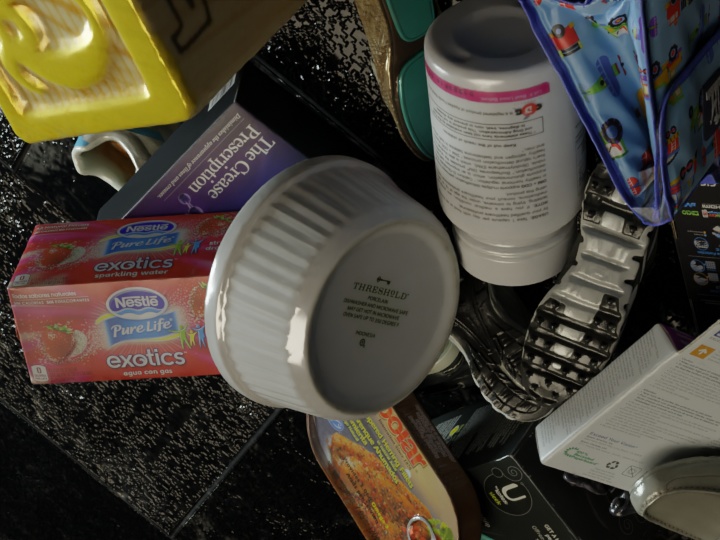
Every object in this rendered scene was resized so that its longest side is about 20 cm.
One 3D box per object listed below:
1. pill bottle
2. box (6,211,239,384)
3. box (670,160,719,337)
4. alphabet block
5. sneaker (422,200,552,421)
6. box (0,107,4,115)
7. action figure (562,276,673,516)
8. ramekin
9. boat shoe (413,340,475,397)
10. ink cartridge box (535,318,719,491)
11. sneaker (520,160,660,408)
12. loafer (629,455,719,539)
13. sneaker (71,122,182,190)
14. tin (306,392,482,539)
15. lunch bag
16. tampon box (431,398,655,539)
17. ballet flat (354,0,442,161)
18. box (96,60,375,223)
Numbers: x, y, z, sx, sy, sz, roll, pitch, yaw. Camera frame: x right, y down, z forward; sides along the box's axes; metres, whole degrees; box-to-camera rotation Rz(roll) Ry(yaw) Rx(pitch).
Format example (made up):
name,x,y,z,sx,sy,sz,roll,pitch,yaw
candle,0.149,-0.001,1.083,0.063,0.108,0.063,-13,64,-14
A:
name,x,y,z,sx,sy,sz,roll,pitch,yaw
pill bottle,0.110,-0.093,1.531,0.113,0.113,0.200,15,135,25
box,-0.165,0.020,1.636,0.200,0.100,0.096,-3,122,9
box,0.329,-0.006,1.500,0.200,0.050,0.199,4,130,33
alphabet block,-0.179,-0.234,1.549,0.195,0.200,0.197,-6,123,40
sneaker,0.097,0.034,1.674,0.074,0.079,0.200,-33,79,13
box,-0.286,-0.240,1.675,0.115,0.132,0.200,2,128,37
action figure,0.215,0.085,1.636,0.119,0.102,0.200,17,110,35
ramekin,-0.013,0.021,1.564,0.094,0.202,0.203,26,142,43
boat shoe,0.030,0.082,1.791,0.199,0.075,0.066,-16,139,43
ink cartridge box,0.264,0.102,1.523,0.196,0.043,0.200,20,133,-30
sneaker,0.180,0.009,1.544,0.066,0.090,0.200,23,101,19
loafer,0.292,0.186,1.544,0.200,0.070,0.070,11,138,-23
sneaker,-0.149,-0.076,1.766,0.200,0.081,0.077,24,136,14
tin,0.028,0.165,1.718,0.200,0.042,0.112,57,137,20
lunch bag,0.202,-0.139,1.391,0.094,0.151,0.200,2,128,35
tampon box,0.133,0.195,1.772,0.200,0.126,0.150,-25,108,47
ballet flat,0.033,-0.176,1.565,0.065,0.070,0.200,35,146,49
box,-0.106,-0.051,1.690,0.141,0.079,0.200,35,120,-20
